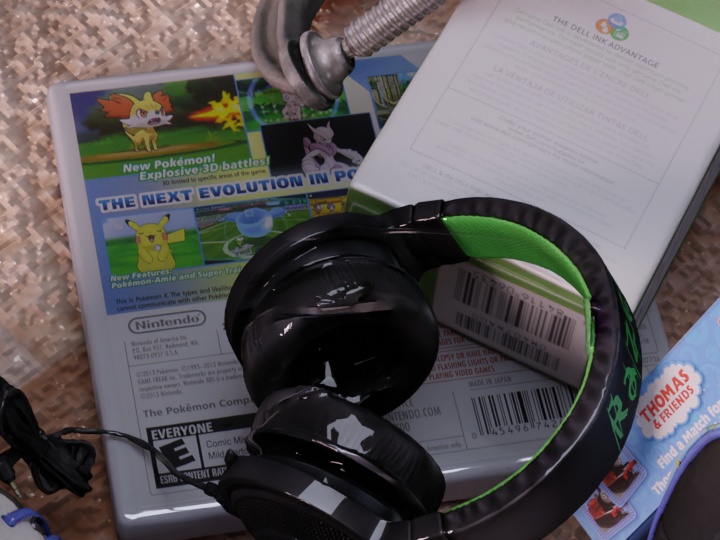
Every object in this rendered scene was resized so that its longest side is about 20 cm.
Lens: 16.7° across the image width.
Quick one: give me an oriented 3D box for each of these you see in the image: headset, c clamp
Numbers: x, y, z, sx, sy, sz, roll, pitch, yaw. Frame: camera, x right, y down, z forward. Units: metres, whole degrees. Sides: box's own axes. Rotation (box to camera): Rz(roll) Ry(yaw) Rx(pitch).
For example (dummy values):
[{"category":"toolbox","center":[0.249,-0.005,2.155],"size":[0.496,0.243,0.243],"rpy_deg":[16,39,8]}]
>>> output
[{"category":"headset","center":[-0.016,0.036,0.749],"size":[0.199,0.094,0.124],"rpy_deg":[-16,50,20]},{"category":"c clamp","center":[0.034,-0.118,0.843],"size":[0.027,0.200,0.171],"rpy_deg":[44,30,-27]}]

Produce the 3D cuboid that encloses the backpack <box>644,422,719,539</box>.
[{"category":"backpack","center":[0.161,0.118,0.697],"size":[0.134,0.200,0.183],"rpy_deg":[-23,62,-20]}]

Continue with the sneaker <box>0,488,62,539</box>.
[{"category":"sneaker","center":[-0.085,0.118,0.742],"size":[0.198,0.081,0.116],"rpy_deg":[-6,60,-8]}]

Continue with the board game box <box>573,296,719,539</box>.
[{"category":"board game box","center":[0.161,-0.001,0.749],"size":[0.151,0.200,0.037],"rpy_deg":[-23,67,-44]}]

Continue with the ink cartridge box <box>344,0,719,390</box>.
[{"category":"ink cartridge box","center":[0.082,-0.065,0.862],"size":[0.104,0.059,0.200],"rpy_deg":[25,60,10]}]

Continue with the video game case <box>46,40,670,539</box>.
[{"category":"video game case","center":[0.000,0.000,0.863],"size":[0.199,0.022,0.183],"rpy_deg":[-7,58,-10]}]
